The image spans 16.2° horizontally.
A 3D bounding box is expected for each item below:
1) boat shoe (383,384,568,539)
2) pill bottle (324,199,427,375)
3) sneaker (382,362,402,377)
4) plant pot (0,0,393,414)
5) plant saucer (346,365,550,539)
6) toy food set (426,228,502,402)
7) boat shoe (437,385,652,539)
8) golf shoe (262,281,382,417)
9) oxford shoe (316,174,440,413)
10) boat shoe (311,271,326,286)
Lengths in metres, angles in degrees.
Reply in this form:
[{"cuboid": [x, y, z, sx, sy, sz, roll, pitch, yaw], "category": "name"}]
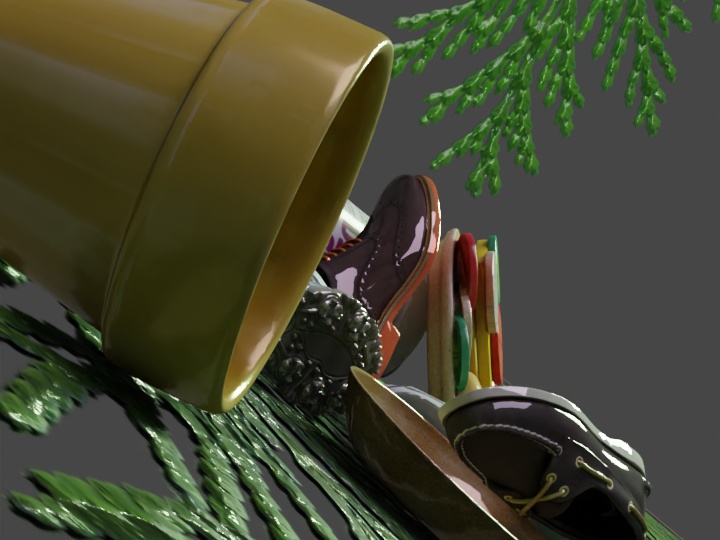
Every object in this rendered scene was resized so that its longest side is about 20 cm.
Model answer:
[{"cuboid": [0.085, 0.142, 1.712, 0.200, 0.071, 0.070, 33, 7, -8], "category": "boat shoe"}, {"cuboid": [-0.045, -0.008, 1.836, 0.200, 0.113, 0.113, 37, 4, -36], "category": "pill bottle"}, {"cuboid": [-0.031, 0.019, 1.980, 0.200, 0.074, 0.087, 44, -6, -32], "category": "sneaker"}, {"cuboid": [-0.108, -0.058, 1.225, 0.189, 0.201, 0.201, 25, 1, 7], "category": "plant pot"}, {"cuboid": [0.055, 0.140, 1.571, 0.200, 0.035, 0.200, 43, 4, -3], "category": "plant saucer"}, {"cuboid": [0.078, 0.064, 1.858, 0.049, 0.198, 0.200, -2, 13, 6], "category": "toy food set"}, {"cuboid": [0.122, 0.128, 1.597, 0.201, 0.072, 0.061, 28, 45, -46], "category": "boat shoe"}, {"cuboid": [-0.064, 0.022, 1.589, 0.097, 0.078, 0.200, 34, -3, 45], "category": "golf shoe"}, {"cuboid": [0.000, 0.000, 1.752, 0.073, 0.200, 0.071, 35, -40, -18], "category": "oxford shoe"}, {"cuboid": [-0.096, -0.011, 1.673, 0.200, 0.072, 0.062, 37, 6, -4], "category": "boat shoe"}]
